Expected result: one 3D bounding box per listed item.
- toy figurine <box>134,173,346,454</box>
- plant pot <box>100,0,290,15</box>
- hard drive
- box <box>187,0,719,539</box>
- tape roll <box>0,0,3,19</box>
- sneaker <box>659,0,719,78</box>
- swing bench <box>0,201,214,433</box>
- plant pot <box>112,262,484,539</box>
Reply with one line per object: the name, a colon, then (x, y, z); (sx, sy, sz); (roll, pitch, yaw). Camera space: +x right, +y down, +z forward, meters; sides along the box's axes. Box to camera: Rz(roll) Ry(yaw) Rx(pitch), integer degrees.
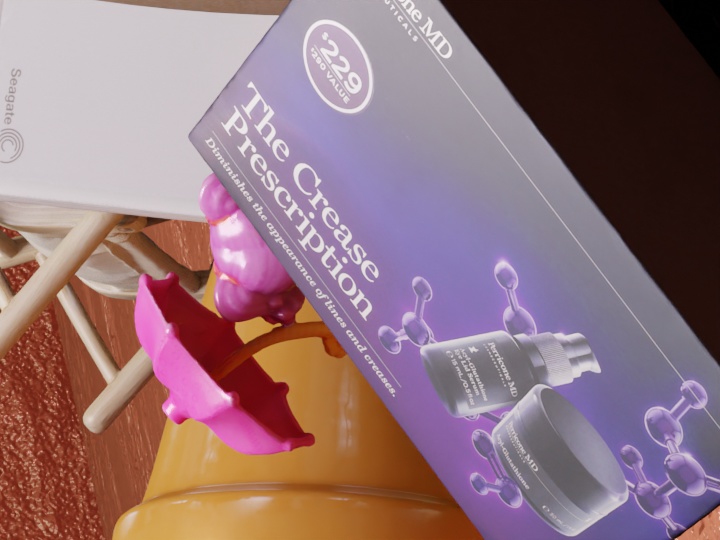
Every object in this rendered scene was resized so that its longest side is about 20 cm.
toy figurine: (0.000, 0.000, 1.111); (0.150, 0.184, 0.200); (-129, 32, -66)
plant pot: (-0.092, -0.210, 1.026); (0.200, 0.177, 0.200); (134, 125, -69)
hard drive: (-0.068, -0.088, 1.245); (0.027, 0.200, 0.132); (31, -114, -76)
box: (0.054, -0.011, 0.846); (0.200, 0.079, 0.141); (53, 140, 8)
tape roll: (-0.109, -0.207, 1.401); (0.203, 0.139, 0.203); (3, -90, -83)
sneaker: (0.105, -0.026, 0.889); (0.084, 0.075, 0.200); (23, 132, 55)
swing bench: (-0.104, -0.037, 1.364); (0.130, 0.200, 0.199); (58, -178, 18)
plant pot: (-0.012, 0.087, 1.274); (0.200, 0.200, 0.183); (118, 157, -71)
